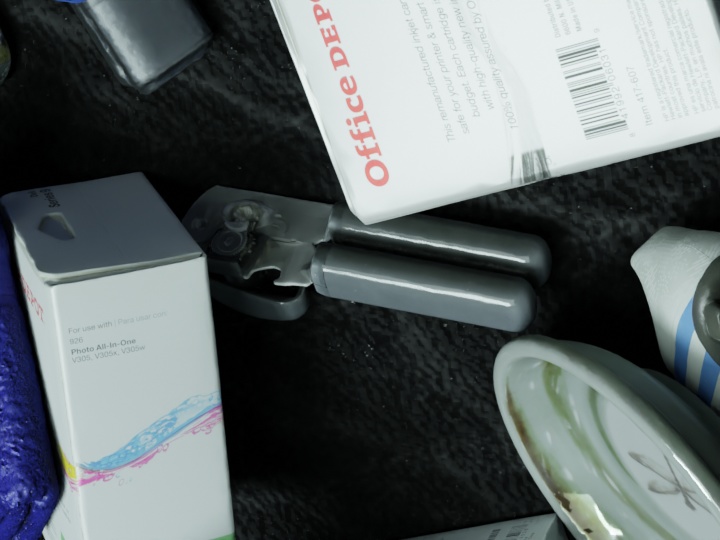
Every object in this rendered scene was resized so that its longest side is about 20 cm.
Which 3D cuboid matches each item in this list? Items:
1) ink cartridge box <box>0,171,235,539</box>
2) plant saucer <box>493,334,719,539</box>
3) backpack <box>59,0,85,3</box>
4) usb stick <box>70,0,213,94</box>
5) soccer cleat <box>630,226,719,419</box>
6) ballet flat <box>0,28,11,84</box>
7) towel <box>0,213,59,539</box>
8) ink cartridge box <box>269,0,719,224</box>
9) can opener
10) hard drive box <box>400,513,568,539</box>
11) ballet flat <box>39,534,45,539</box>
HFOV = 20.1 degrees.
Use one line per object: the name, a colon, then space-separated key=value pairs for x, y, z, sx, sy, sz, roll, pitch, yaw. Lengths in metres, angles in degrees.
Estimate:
ink cartridge box: x=-0.127 y=0.066 z=1.052 sx=0.087 sy=0.145 sz=0.201 roll=-12 pitch=112 yaw=-16
plant saucer: x=0.146 y=0.103 z=0.975 sx=0.200 sy=0.050 sz=0.200 roll=47 pitch=163 yaw=19
backpack: x=-0.100 y=-0.221 z=0.907 sx=0.200 sy=0.168 sz=0.163 roll=-41 pitch=90 yaw=26
usb stick: x=-0.143 y=-0.181 z=1.005 sx=0.055 sy=0.033 sz=0.200 roll=-33 pitch=107 yaw=-4
soccer cleat: x=0.193 y=0.058 z=0.973 sx=0.200 sy=0.070 sz=0.086 roll=61 pitch=166 yaw=-27
ballet flat: x=-0.265 y=-0.169 z=1.063 sx=0.072 sy=0.072 sz=0.200 roll=-39 pitch=93 yaw=31
towel: x=-0.204 y=0.040 z=1.055 sx=0.148 sy=0.049 sz=0.201 roll=126 pitch=131 yaw=-68
ink cartridge box: x=0.073 y=-0.119 z=0.928 sx=0.199 sy=0.084 sz=0.146 roll=-12 pitch=106 yaw=28
can opener: x=0.000 y=0.000 z=1.042 sx=0.199 sy=0.053 sz=0.067 roll=11 pitch=148 yaw=19
hard drive box: x=0.006 y=0.210 z=1.060 sx=0.199 sy=0.156 sz=0.077 roll=-13 pitch=108 yaw=28
ballet flat: x=-0.225 y=0.093 z=1.151 sx=0.068 sy=0.075 sz=0.200 roll=-43 pitch=90 yaw=-9
